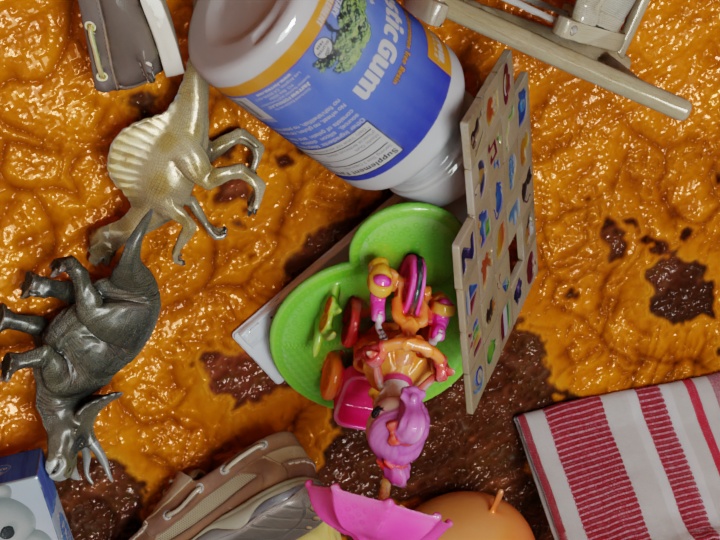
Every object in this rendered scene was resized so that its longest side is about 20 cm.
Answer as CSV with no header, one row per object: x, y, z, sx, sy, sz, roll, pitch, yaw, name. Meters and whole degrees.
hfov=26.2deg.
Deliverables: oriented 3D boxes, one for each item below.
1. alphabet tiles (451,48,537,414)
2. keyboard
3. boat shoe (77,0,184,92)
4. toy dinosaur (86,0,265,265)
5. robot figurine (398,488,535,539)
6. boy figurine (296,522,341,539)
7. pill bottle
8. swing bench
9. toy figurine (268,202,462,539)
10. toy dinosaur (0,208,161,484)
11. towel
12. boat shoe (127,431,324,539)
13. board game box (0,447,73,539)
0.090,-0.034,1.028,0.007,0.168,0.202,7,126,20,alphabet tiles
0.000,0.000,1.104,0.200,0.011,0.056,-40,123,3,keyboard
-0.163,-0.204,0.930,0.059,0.072,0.201,-18,116,-1,boat shoe
-0.111,-0.075,1.008,0.100,0.058,0.201,20,105,-23,toy dinosaur
0.083,0.254,1.178,0.116,0.143,0.202,-32,123,-34,robot figurine
-0.069,0.262,1.165,0.124,0.065,0.201,30,104,-23,boy figurine
-0.004,-0.121,0.983,0.199,0.112,0.112,33,100,-39,pill bottle
0.144,-0.232,0.984,0.198,0.130,0.200,18,107,-18,swing bench
0.022,0.089,1.011,0.149,0.185,0.201,11,130,-14,toy figurine
-0.180,0.038,1.034,0.102,0.077,0.201,22,105,-35,toy dinosaur
0.230,0.151,1.173,0.198,0.145,0.023,-9,148,-13,towel
-0.112,0.181,1.114,0.199,0.072,0.076,-28,149,15,boat shoe
-0.290,0.237,1.078,0.198,0.043,0.201,-13,115,0,board game box
